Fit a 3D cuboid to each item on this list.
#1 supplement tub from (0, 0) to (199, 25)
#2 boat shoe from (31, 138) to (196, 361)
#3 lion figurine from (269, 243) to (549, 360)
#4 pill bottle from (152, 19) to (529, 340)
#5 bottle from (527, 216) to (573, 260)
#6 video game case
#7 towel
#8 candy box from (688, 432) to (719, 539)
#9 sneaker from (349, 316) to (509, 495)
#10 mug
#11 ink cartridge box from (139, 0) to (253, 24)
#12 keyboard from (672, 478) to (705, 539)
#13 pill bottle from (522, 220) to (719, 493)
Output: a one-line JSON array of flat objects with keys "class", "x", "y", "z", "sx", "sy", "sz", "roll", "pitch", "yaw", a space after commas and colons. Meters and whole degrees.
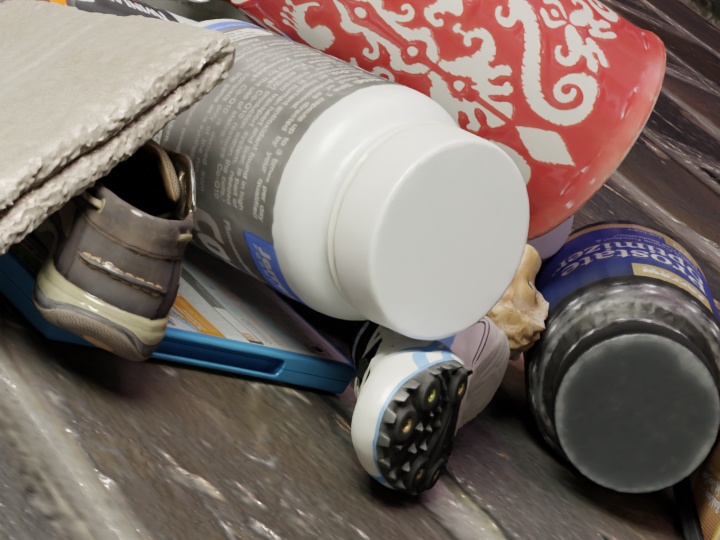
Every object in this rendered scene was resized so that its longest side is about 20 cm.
[{"class": "supplement tub", "x": -0.155, "y": -0.096, "z": 1.286, "sx": 0.200, "sy": 0.107, "sz": 0.107, "roll": 16, "pitch": 19, "yaw": -46}, {"class": "boat shoe", "x": -0.102, "y": -0.027, "z": 1.143, "sx": 0.074, "sy": 0.073, "sz": 0.200, "roll": 25, "pitch": 15, "yaw": -17}, {"class": "lion figurine", "x": 0.000, "y": 0.000, "z": 1.348, "sx": 0.199, "sy": 0.073, "sz": 0.123, "roll": 7, "pitch": 20, "yaw": 0}, {"class": "pill bottle", "x": -0.019, "y": -0.043, "z": 1.213, "sx": 0.114, "sy": 0.114, "sz": 0.200, "roll": 17, "pitch": 6, "yaw": -42}, {"class": "bottle", "x": 0.038, "y": -0.051, "z": 1.485, "sx": 0.200, "sy": 0.065, "sz": 0.084, "roll": 19, "pitch": -32, "yaw": 47}, {"class": "video game case", "x": -0.110, "y": 0.002, "z": 1.218, "sx": 0.200, "sy": 0.018, "sz": 0.143, "roll": 14, "pitch": 22, "yaw": -49}, {"class": "towel", "x": -0.156, "y": -0.063, "z": 1.096, "sx": 0.132, "sy": 0.035, "sz": 0.200, "roll": 12, "pitch": 34, "yaw": 29}, {"class": "candy box", "x": 0.222, "y": 0.078, "z": 1.357, "sx": 0.055, "sy": 0.116, "sz": 0.200, "roll": 22, "pitch": 14, "yaw": -4}, {"class": "sneaker", "x": 0.020, "y": 0.054, "z": 1.204, "sx": 0.072, "sy": 0.072, "sz": 0.200, "roll": 21, "pitch": 12, "yaw": 9}, {"class": "mug", "x": 0.034, "y": -0.127, "z": 1.344, "sx": 0.200, "sy": 0.134, "sz": 0.177, "roll": 35, "pitch": -3, "yaw": -20}, {"class": "ink cartridge box", "x": -0.066, "y": -0.178, "z": 1.432, "sx": 0.116, "sy": 0.067, "sz": 0.200, "roll": 21, "pitch": 42, "yaw": 31}, {"class": "keyboard", "x": 0.224, "y": 0.167, "z": 1.314, "sx": 0.127, "sy": 0.021, "sz": 0.200, "roll": 23, "pitch": 15, "yaw": -4}, {"class": "pill bottle", "x": 0.143, "y": 0.048, "z": 1.375, "sx": 0.112, "sy": 0.112, "sz": 0.200, "roll": 29, "pitch": 13, "yaw": -5}]
